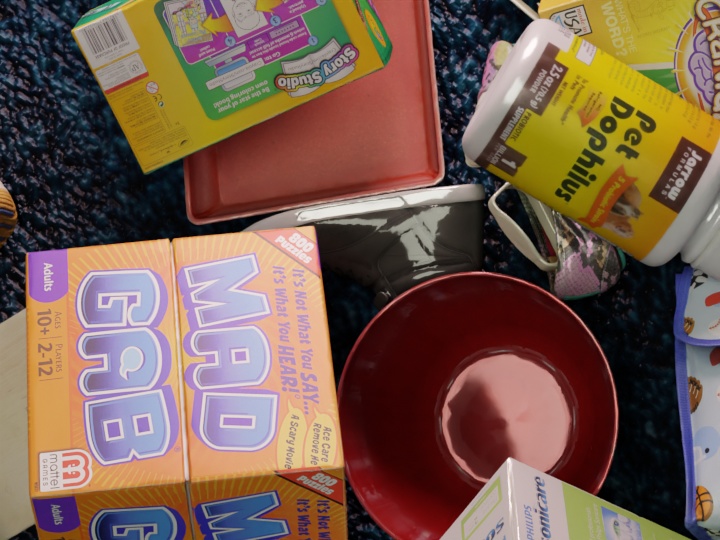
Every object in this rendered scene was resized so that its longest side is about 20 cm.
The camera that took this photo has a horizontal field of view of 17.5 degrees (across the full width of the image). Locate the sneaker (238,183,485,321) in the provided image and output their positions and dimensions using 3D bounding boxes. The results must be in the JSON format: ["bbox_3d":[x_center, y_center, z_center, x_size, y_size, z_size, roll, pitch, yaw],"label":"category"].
[{"bbox_3d":[0.000,0.000,1.700,0.199,0.071,0.100,-9,87,19],"label":"sneaker"}]

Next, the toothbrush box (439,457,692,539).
[{"bbox_3d":[0.145,0.233,1.554,0.199,0.086,0.146,24,123,-19],"label":"toothbrush box"}]

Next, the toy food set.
[{"bbox_3d":[-0.236,0.104,1.778,0.200,0.060,0.144,-31,89,14],"label":"toy food set"}]

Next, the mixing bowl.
[{"bbox_3d":[0.092,0.103,1.643,0.199,0.108,0.201,-1,86,16],"label":"mixing bowl"}]

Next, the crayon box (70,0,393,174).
[{"bbox_3d":[-0.091,-0.165,1.676,0.199,0.058,0.119,-23,106,12],"label":"crayon box"}]

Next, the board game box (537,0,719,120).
[{"bbox_3d":[0.240,-0.143,1.621,0.199,0.040,0.154,-16,107,16],"label":"board game box"}]

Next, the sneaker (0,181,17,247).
[{"bbox_3d":[-0.358,-0.011,1.819,0.200,0.075,0.088,-41,64,3],"label":"sneaker"}]

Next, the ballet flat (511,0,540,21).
[{"bbox_3d":[0.117,-0.239,1.686,0.074,0.074,0.200,-33,75,12],"label":"ballet flat"}]

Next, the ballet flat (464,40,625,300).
[{"bbox_3d":[0.118,-0.069,1.660,0.071,0.069,0.201,-20,76,-15],"label":"ballet flat"}]

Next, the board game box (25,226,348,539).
[{"bbox_3d":[-0.116,0.116,1.595,0.199,0.200,0.200,-6,52,-3],"label":"board game box"}]

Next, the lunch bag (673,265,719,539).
[{"bbox_3d":[0.300,0.080,1.578,0.169,0.124,0.201,-5,68,17],"label":"lunch bag"}]

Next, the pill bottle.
[{"bbox_3d":[0.176,-0.076,1.577,0.200,0.109,0.109,30,95,-2],"label":"pill bottle"}]

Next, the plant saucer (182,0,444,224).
[{"bbox_3d":[-0.036,-0.141,1.731,0.199,0.037,0.200,-9,76,17],"label":"plant saucer"}]
